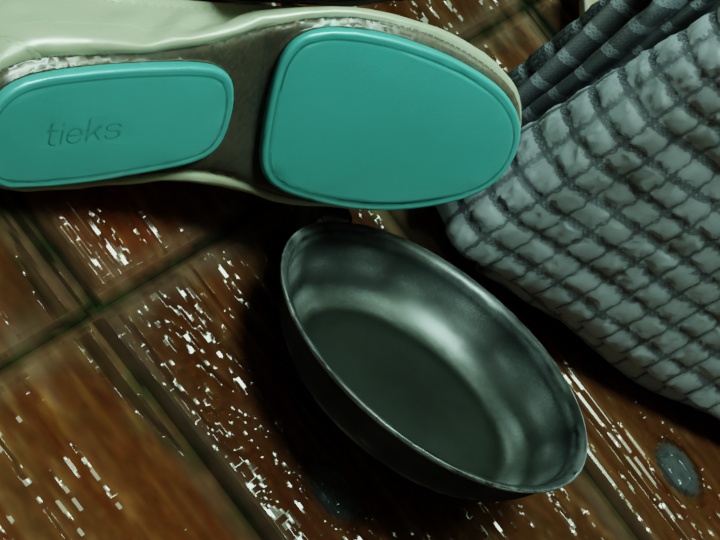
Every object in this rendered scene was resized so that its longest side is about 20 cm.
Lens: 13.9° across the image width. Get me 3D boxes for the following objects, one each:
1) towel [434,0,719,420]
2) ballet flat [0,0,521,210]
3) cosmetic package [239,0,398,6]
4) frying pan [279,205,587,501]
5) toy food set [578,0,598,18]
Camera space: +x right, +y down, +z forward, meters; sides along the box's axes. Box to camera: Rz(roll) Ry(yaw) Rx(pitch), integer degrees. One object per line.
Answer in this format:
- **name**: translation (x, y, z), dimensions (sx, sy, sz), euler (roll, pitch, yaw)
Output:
- **towel**: translation (0.137, -0.035, 1.001), dimensions (0.200, 0.165, 0.086), euler (30, 37, -35)
- **ballet flat**: translation (-0.043, -0.059, 0.895), dimensions (0.199, 0.069, 0.070), euler (3, 55, -34)
- **cosmetic package**: translation (-0.016, -0.185, 0.916), dimensions (0.103, 0.087, 0.201), euler (0, 91, -41)
- **frying pan**: translation (-0.007, 0.004, 0.919), dimensions (0.190, 0.031, 0.115), euler (44, 27, 12)
- **toy food set**: translation (0.165, -0.064, 1.172), dimensions (0.198, 0.049, 0.200), euler (39, 35, -17)
